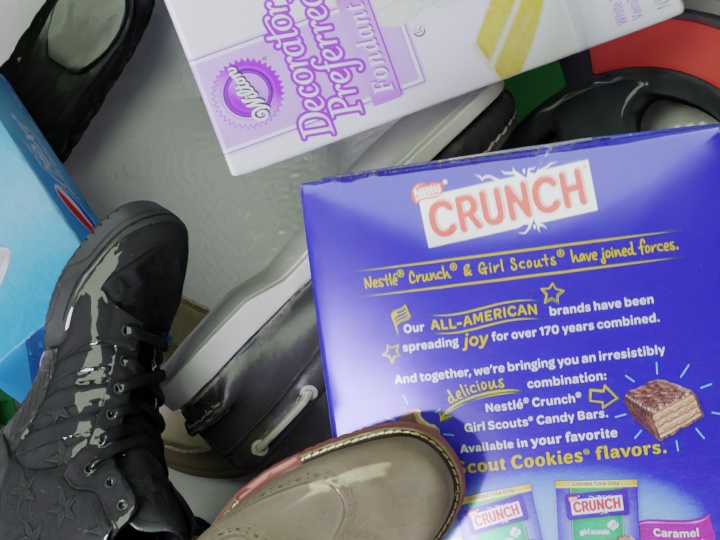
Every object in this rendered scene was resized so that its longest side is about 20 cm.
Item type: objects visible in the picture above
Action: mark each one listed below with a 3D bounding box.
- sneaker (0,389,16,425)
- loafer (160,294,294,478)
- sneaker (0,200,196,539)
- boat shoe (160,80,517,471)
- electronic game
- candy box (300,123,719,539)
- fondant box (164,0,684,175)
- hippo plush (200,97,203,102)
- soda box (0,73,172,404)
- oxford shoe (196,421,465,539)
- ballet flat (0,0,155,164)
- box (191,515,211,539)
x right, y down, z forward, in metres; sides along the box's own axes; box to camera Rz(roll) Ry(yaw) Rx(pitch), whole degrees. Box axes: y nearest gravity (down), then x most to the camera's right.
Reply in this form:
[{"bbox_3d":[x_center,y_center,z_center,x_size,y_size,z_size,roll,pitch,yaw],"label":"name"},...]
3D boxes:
[{"bbox_3d":[-0.205,0.057,1.200,0.083,0.074,0.200,-24,74,17],"label":"sneaker"},{"bbox_3d":[-0.114,0.037,1.152,0.200,0.067,0.076,19,83,34],"label":"loafer"},{"bbox_3d":[-0.098,0.079,1.011,0.104,0.060,0.200,30,92,36],"label":"sneaker"},{"bbox_3d":[0.000,0.000,1.069,0.200,0.060,0.074,-46,12,-3],"label":"boat shoe"},{"bbox_3d":[0.110,-0.015,1.055,0.200,0.042,0.200,-11,68,28],"label":"electronic game"},{"bbox_3d":[0.078,0.051,0.977,0.169,0.077,0.200,-7,92,17],"label":"candy box"},{"bbox_3d":[0.015,-0.142,1.035,0.200,0.058,0.144,-20,106,3],"label":"fondant box"},{"bbox_3d":[-0.103,-0.182,1.145,0.159,0.161,0.200,27,105,54],"label":"hippo plush"},{"bbox_3d":[-0.164,-0.025,1.129,0.068,0.064,0.200,-40,51,5],"label":"soda box"},{"bbox_3d":[-0.045,0.129,0.931,0.200,0.075,0.070,-38,95,6],"label":"oxford shoe"},{"bbox_3d":[-0.164,-0.067,1.240,0.066,0.057,0.200,44,104,11],"label":"ballet flat"},{"bbox_3d":[-0.062,0.189,1.045,0.200,0.106,0.122,33,91,35],"label":"box"}]
